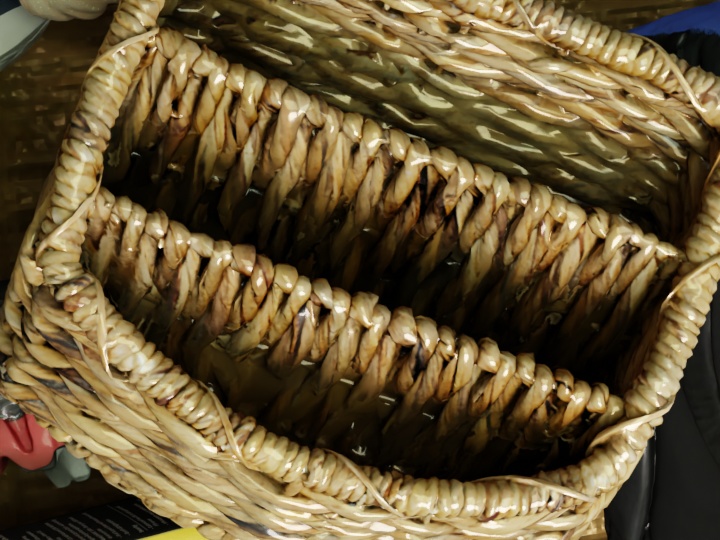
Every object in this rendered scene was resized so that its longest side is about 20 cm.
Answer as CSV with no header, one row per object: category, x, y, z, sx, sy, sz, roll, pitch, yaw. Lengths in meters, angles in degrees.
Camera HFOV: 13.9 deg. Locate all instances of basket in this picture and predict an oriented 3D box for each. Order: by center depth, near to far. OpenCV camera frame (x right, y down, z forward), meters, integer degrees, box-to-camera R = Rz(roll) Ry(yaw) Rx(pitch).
basket,0.000,0.000,0.897,0.200,0.149,0.143,24,50,-7

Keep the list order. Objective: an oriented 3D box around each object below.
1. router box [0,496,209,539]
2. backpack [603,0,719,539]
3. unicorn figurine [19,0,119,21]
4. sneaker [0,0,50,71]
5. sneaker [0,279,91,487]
router box,-0.056,0.173,0.965,0.149,0.051,0.200,-13,105,-22
backpack,0.156,0.001,1.018,0.168,0.162,0.200,-19,97,-35
unicorn figurine,-0.135,-0.154,0.899,0.200,0.074,0.137,44,91,-2
sneaker,-0.201,-0.062,0.943,0.200,0.076,0.081,-30,95,-14
sneaker,-0.161,0.042,0.970,0.200,0.071,0.098,-21,94,-5
